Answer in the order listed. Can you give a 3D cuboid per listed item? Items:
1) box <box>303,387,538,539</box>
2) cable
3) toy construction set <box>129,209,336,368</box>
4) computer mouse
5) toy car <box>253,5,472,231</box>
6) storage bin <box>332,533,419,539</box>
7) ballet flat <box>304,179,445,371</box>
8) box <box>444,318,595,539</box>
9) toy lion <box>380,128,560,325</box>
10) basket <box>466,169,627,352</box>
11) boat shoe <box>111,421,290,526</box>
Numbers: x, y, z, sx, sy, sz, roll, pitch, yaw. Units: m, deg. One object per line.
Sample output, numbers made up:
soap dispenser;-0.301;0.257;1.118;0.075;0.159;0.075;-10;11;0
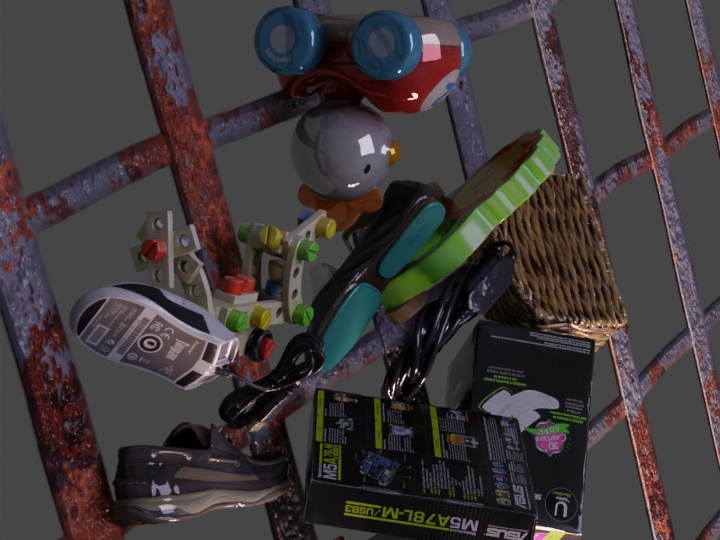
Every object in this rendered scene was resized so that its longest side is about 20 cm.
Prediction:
box;0.049;0.170;1.598;0.200;0.192;0.048;-93;-170;-71
cable;0.072;0.058;1.778;0.051;0.163;0.200;41;58;0
toy construction set;-0.104;0.009;1.543;0.200;0.092;0.132;3;106;-50
computer mouse;-0.135;0.055;1.462;0.200;0.110;0.044;28;34;-24
toy car;0.003;-0.135;1.692;0.184;0.176;0.201;-14;108;-69
storage bin;0.022;0.280;1.602;0.146;0.200;0.134;51;28;-9
ballet flat;0.000;0.000;1.714;0.200;0.068;0.068;-52;147;-3
box;0.149;0.174;1.824;0.149;0.124;0.201;114;-15;-66
toy lion;0.105;-0.055;1.788;0.069;0.191;0.200;48;42;-11
basket;0.169;0.010;1.953;0.142;0.149;0.201;3;58;-25
boat shoe;-0.124;0.158;1.497;0.200;0.074;0.074;-4;87;-59
